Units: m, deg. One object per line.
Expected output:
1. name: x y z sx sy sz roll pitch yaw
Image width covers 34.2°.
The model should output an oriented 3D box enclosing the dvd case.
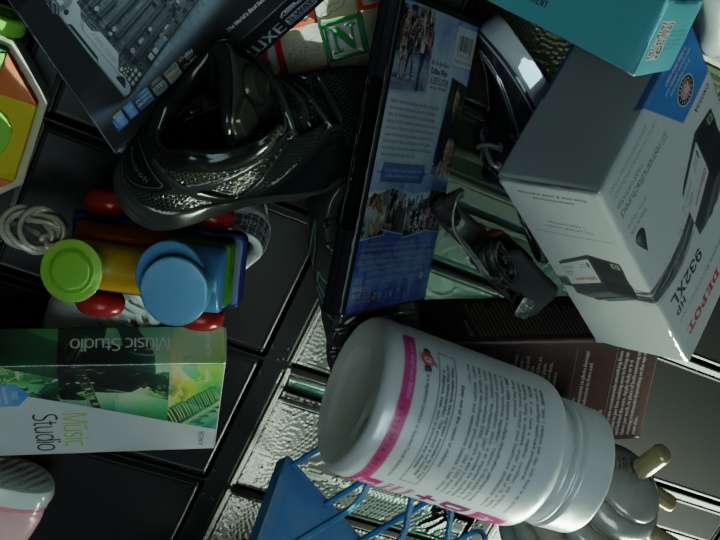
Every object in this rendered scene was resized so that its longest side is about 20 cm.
1. dvd case: 0.029 -0.074 0.767 0.017 0.142 0.203 15 99 24

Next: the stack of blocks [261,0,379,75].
1. stack of blocks: -0.067 -0.138 0.798 0.197 0.059 0.117 -16 119 -3

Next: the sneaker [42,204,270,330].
1. sneaker: -0.152 0.009 0.847 0.199 0.081 0.077 -36 120 10

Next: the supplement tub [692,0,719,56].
1. supplement tub: 0.286 -0.246 0.765 0.198 0.145 0.146 -27 120 3

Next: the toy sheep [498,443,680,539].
1. toy sheep: 0.193 0.208 0.991 0.137 0.139 0.201 26 122 -23

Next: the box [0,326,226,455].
1. box: -0.201 0.091 0.868 0.196 0.037 0.145 -2 148 -12

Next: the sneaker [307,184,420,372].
1. sneaker: 0.000 0.000 0.877 0.074 0.080 0.203 -11 125 -13

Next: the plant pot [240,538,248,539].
1. plant pot: -0.065 0.344 0.987 0.199 0.201 0.197 -31 111 6

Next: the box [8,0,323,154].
1. box: -0.113 -0.194 0.719 0.199 0.050 0.159 -38 82 10

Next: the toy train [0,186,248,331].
1. toy train: -0.177 -0.007 0.748 0.196 0.116 0.086 8 99 2

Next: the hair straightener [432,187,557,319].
1. hair straightener: 0.105 -0.007 0.843 0.041 0.077 0.200 -40 149 4

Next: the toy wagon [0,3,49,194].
1. toy wagon: -0.311 -0.117 0.770 0.197 0.040 0.157 17 112 -19

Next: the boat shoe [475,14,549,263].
1. boat shoe: 0.118 -0.089 0.860 0.067 0.072 0.201 -28 126 2

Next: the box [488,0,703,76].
1. box: 0.107 -0.188 0.732 0.199 0.082 0.050 33 115 21

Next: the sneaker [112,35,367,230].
1. sneaker: -0.046 -0.092 0.703 0.197 0.077 0.114 -19 167 -29

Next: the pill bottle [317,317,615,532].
1. pill bottle: 0.078 0.118 0.850 0.198 0.114 0.114 21 112 -20

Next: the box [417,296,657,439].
1. box: 0.132 0.081 0.948 0.196 0.075 0.102 -1 118 -13

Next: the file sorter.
1. file sorter: 0.024 0.235 0.930 0.122 0.139 0.201 -34 106 22

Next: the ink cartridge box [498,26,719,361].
1. ink cartridge box: 0.196 -0.054 0.823 0.146 0.083 0.200 -59 136 -20

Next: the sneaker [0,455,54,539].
1. sneaker: -0.345 0.184 0.899 0.198 0.075 0.106 19 107 -25
